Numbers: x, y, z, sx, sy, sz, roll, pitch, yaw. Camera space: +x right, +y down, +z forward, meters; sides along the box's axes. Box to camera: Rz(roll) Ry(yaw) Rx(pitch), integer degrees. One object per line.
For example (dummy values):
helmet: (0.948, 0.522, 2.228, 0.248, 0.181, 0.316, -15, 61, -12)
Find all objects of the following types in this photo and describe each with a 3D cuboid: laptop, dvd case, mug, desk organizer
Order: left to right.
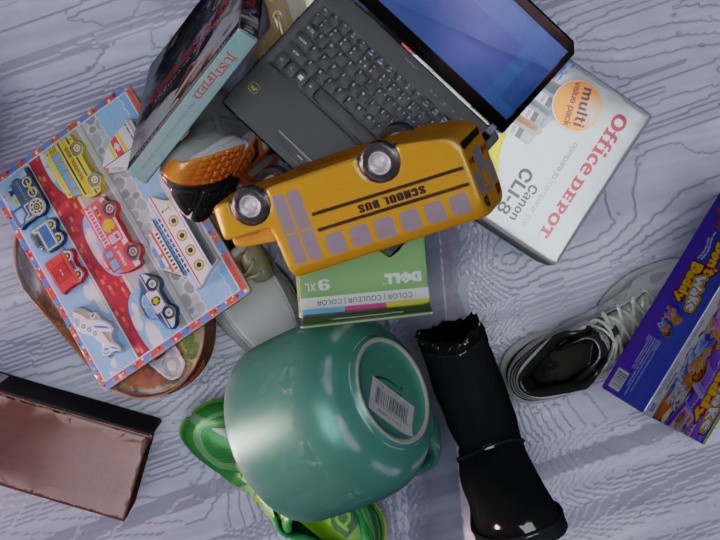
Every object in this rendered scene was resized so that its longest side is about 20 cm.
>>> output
desk organizer: (-0.274, 0.138, 1.496, 0.199, 0.072, 0.077, 17, 96, -2)
dvd case: (-0.124, -0.167, 1.387, 0.022, 0.200, 0.146, 33, 115, -19)
mug: (-0.006, 0.108, 1.431, 0.114, 0.185, 0.153, -25, 87, 37)
laptop: (0.025, -0.143, 1.321, 0.177, 0.103, 0.200, 43, 89, 1)

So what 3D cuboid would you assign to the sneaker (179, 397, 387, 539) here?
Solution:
sneaker: (-0.060, 0.173, 1.494, 0.200, 0.084, 0.074, 35, 93, -2)

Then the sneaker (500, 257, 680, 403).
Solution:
sneaker: (0.213, 0.057, 1.473, 0.200, 0.115, 0.076, -29, 94, -1)

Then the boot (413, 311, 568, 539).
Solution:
boot: (0.101, 0.126, 1.442, 0.073, 0.198, 0.163, -17, 100, -2)

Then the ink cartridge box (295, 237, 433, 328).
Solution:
ink cartridge box: (0.000, 0.000, 1.425, 0.103, 0.200, 0.060, -5, 96, -1)

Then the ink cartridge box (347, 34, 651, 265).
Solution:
ink cartridge box: (0.108, -0.117, 1.446, 0.199, 0.145, 0.146, 33, 92, -2)

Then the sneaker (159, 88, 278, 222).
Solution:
sneaker: (-0.128, -0.100, 1.428, 0.092, 0.200, 0.076, 35, 108, 7)

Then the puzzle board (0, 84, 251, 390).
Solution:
puzzle board: (-0.198, -0.027, 1.452, 0.150, 0.017, 0.201, -34, 80, 15)

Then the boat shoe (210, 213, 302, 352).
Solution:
boat shoe: (-0.110, -0.004, 1.489, 0.075, 0.068, 0.200, -34, 94, 2)

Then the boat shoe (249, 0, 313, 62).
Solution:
boat shoe: (-0.057, -0.187, 1.480, 0.069, 0.074, 0.201, -10, 85, 3)

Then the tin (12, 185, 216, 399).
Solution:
tin: (-0.201, 0.016, 1.479, 0.112, 0.042, 0.200, -46, 77, 16)

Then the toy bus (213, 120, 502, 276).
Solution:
toy bus: (-0.003, -0.053, 1.318, 0.199, 0.065, 0.079, -18, 102, 21)

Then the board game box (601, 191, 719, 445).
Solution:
board game box: (0.291, 0.034, 1.466, 0.045, 0.134, 0.201, 33, 94, 35)
